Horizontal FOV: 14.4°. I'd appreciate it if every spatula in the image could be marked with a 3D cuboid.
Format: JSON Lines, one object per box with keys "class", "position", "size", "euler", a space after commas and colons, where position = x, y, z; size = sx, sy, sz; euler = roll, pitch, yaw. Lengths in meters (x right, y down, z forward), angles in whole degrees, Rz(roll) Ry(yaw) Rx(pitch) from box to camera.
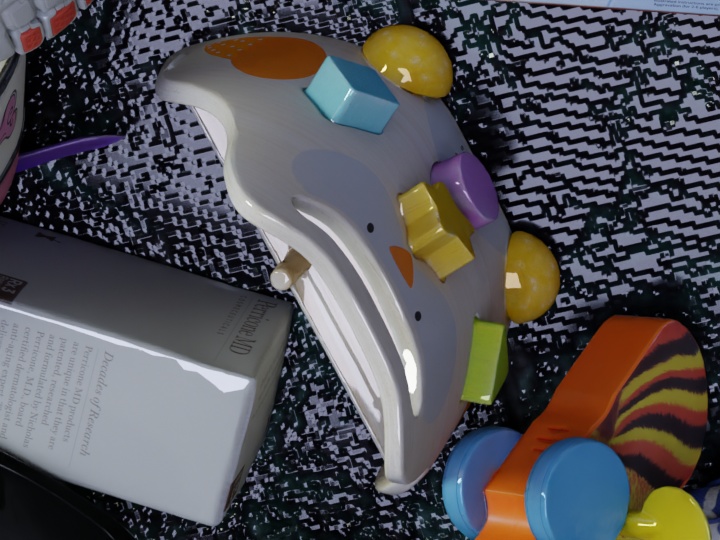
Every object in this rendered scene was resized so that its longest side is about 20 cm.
{"class": "spatula", "position": [-0.196, -0.049, 1.191], "size": [0.200, 0.057, 0.021], "euler": [2, 94, 16]}

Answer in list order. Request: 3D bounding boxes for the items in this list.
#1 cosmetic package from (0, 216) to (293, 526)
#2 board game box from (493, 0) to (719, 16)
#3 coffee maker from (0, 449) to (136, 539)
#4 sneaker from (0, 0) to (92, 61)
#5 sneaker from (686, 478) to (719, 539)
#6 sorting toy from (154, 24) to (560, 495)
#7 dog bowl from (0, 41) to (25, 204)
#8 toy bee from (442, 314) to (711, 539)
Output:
{"class": "cosmetic package", "position": [-0.135, 0.030, 1.173], "size": [0.200, 0.102, 0.074], "euler": [15, 109, 3]}
{"class": "board game box", "position": [0.099, -0.143, 1.103], "size": [0.200, 0.019, 0.103], "euler": [5, 142, 7]}
{"class": "coffee maker", "position": [-0.183, 0.165, 1.142], "size": [0.135, 0.192, 0.200], "euler": [20, 121, -23]}
{"class": "sneaker", "position": [-0.125, -0.158, 1.092], "size": [0.082, 0.200, 0.077], "euler": [25, 144, 14]}
{"class": "sneaker", "position": [0.171, 0.108, 1.142], "size": [0.088, 0.075, 0.200], "euler": [32, 128, 5]}
{"class": "sorting toy", "position": [0.000, 0.000, 1.102], "size": [0.107, 0.180, 0.200], "euler": [-26, 101, 15]}
{"class": "dog bowl", "position": [-0.222, -0.061, 1.119], "size": [0.200, 0.200, 0.074], "euler": [-1, 135, 9]}
{"class": "toy bee", "position": [0.073, 0.113, 1.144], "size": [0.200, 0.131, 0.109], "euler": [-32, 115, -11]}
